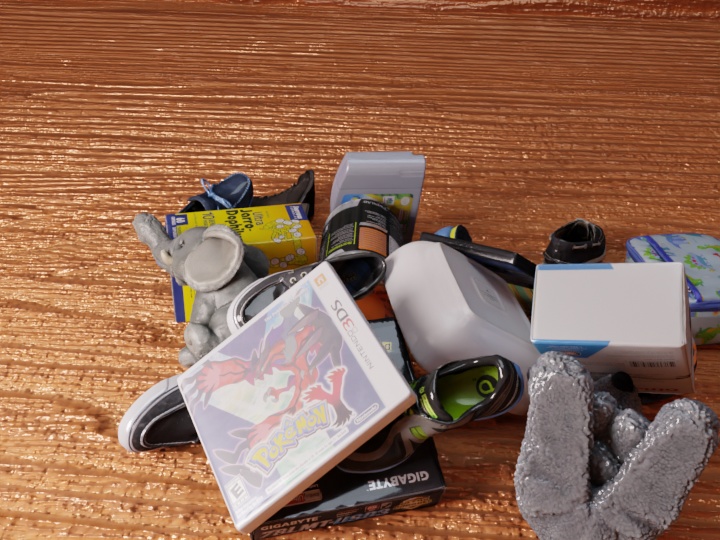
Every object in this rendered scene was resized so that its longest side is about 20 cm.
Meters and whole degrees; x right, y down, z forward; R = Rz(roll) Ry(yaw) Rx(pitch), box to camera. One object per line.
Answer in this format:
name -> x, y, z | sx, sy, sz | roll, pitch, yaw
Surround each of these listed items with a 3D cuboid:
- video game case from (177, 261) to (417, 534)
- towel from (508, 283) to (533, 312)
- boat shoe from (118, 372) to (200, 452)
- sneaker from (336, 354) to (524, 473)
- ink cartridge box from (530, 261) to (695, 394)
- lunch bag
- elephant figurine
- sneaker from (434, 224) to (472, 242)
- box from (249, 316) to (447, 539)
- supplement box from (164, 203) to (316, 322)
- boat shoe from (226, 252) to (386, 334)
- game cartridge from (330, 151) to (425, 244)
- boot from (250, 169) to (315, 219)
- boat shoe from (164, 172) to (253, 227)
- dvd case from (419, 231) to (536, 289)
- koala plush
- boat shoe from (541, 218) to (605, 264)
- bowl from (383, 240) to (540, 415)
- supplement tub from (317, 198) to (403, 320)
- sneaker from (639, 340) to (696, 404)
video game case -> -0.069, 0.113, 0.734 | 0.199, 0.023, 0.183 | -38, 52, 2
towel -> 0.184, 0.035, 1.097 | 0.195, 0.018, 0.087 | -5, 31, -12
boat shoe -> -0.162, 0.152, 0.836 | 0.197, 0.073, 0.067 | -16, 33, -41
sneaker -> 0.057, 0.126, 0.722 | 0.196, 0.083, 0.072 | -24, 61, 7
ink cartridge box -> 0.272, 0.066, 0.811 | 0.142, 0.200, 0.086 | -2, 69, 25
lunch bag -> 0.464, 0.021, 1.079 | 0.156, 0.084, 0.201 | -2, 30, -2
elephant figurine -> -0.172, 0.005, 0.919 | 0.152, 0.205, 0.141 | -6, -13, -29
sneaker -> 0.103, 0.019, 1.065 | 0.077, 0.066, 0.202 | -17, 35, 32
box -> -0.032, 0.154, 0.790 | 0.195, 0.050, 0.202 | -6, 53, -12
supplement box -> -0.165, -0.014, 1.065 | 0.195, 0.112, 0.109 | -6, 31, -15
boat shoe -> -0.053, 0.024, 0.856 | 0.196, 0.071, 0.066 | -15, -10, -31
game cartridge -> 0.020, -0.094, 1.136 | 0.130, 0.202, 0.041 | 1, 54, -3
boot -> -0.163, -0.111, 1.266 | 0.169, 0.071, 0.202 | 4, 34, 2
boat shoe -> -0.230, -0.082, 1.158 | 0.083, 0.069, 0.202 | 22, 58, 21
dvd case -> 0.183, -0.005, 1.003 | 0.140, 0.018, 0.198 | 15, -5, 38
koala plush -> 0.237, 0.172, 0.769 | 0.174, 0.188, 0.200 | 19, 12, 14
boat shoe -> 0.335, -0.047, 1.190 | 0.073, 0.062, 0.198 | 24, 30, 31
bowl -> 0.127, 0.053, 0.899 | 0.197, 0.075, 0.202 | 26, 28, -31
supplement tub -> 0.000, 0.000, 1.038 | 0.119, 0.125, 0.202 | 3, 32, 2
sneaker -> 0.313, 0.093, 0.950 | 0.196, 0.079, 0.112 | 15, 32, 21
